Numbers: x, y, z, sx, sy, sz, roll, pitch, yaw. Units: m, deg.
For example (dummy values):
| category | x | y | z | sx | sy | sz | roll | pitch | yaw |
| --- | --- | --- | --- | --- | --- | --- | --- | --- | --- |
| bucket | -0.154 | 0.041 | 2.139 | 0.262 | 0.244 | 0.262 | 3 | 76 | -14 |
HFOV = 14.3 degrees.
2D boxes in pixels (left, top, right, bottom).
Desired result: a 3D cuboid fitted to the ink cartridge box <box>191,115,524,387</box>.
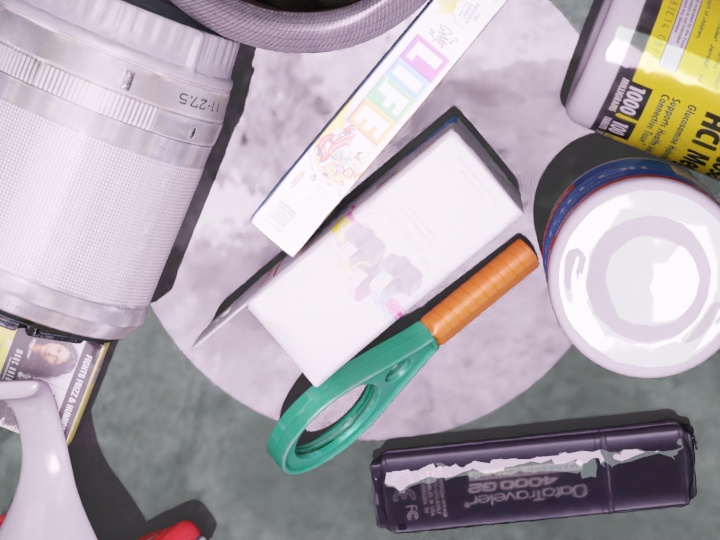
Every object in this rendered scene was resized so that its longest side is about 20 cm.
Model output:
| category | x | y | z | sx | sy | sz | roll | pitch | yaw |
| --- | --- | --- | --- | --- | --- | --- | --- | --- | --- |
| ink cartridge box | 0.000 | 0.000 | 1.700 | 0.200 | 0.115 | 0.068 | -40 | 93 | 7 |

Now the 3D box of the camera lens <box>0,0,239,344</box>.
| category | x | y | z | sx | sy | sz | roll | pitch | yaw |
| --- | --- | --- | --- | --- | --- | --- | --- | --- | --- |
| camera lens | -0.173 | -0.068 | 1.677 | 0.160 | 0.160 | 0.201 | 22 | 97 | 0 |

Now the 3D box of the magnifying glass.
| category | x | y | z | sx | sy | sz | roll | pitch | yaw |
| --- | --- | --- | --- | --- | --- | --- | --- | --- | --- |
| magnifying glass | 0.026 | 0.052 | 1.733 | 0.200 | 0.080 | 0.022 | -41 | 67 | -5 |

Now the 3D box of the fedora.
| category | x | y | z | sx | sy | sz | roll | pitch | yaw |
| --- | --- | --- | --- | --- | --- | --- | --- | --- | --- |
| fedora | -0.030 | -0.203 | 1.679 | 0.199 | 0.090 | 0.177 | 18 | 79 | 17 |

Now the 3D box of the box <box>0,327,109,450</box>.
| category | x | y | z | sx | sy | sz | roll | pitch | yaw |
| --- | --- | --- | --- | --- | --- | --- | --- | --- | --- |
| box | -0.256 | 0.037 | 1.747 | 0.199 | 0.050 | 0.075 | 23 | 98 | 0 |

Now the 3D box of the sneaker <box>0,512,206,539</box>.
| category | x | y | z | sx | sy | sz | roll | pitch | yaw |
| --- | --- | --- | --- | --- | --- | --- | --- | --- | --- |
| sneaker | -0.192 | 0.185 | 1.751 | 0.199 | 0.077 | 0.085 | -20 | 90 | 4 |

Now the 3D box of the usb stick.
| category | x | y | z | sx | sy | sz | roll | pitch | yaw |
| --- | --- | --- | --- | --- | --- | --- | --- | --- | --- |
| usb stick | 0.107 | 0.126 | 1.753 | 0.199 | 0.033 | 0.056 | -6 | 103 | 3 |

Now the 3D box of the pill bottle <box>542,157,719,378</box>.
| category | x | y | z | sx | sy | sz | roll | pitch | yaw |
| --- | --- | --- | --- | --- | --- | --- | --- | --- | --- |
| pill bottle | 0.160 | -0.007 | 1.651 | 0.112 | 0.200 | 0.113 | 0 | 96 | 2 |

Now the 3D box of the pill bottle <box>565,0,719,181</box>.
| category | x | y | z | sx | sy | sz | roll | pitch | yaw |
| --- | --- | --- | --- | --- | --- | --- | --- | --- | --- |
| pill bottle | 0.230 | -0.104 | 1.681 | 0.199 | 0.112 | 0.113 | 21 | 97 | 0 |

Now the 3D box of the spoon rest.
| category | x | y | z | sx | sy | sz | roll | pitch | yaw |
| --- | --- | --- | --- | --- | --- | --- | --- | --- | --- |
| spoon rest | -0.191 | 0.161 | 1.704 | 0.099 | 0.061 | 0.201 | -2 | 96 | 15 |

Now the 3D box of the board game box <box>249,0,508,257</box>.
| category | x | y | z | sx | sy | sz | roll | pitch | yaw |
| --- | --- | --- | --- | --- | --- | --- | --- | --- | --- |
| board game box | 0.015 | -0.101 | 1.679 | 0.034 | 0.134 | 0.200 | 40 | 97 | -3 |
